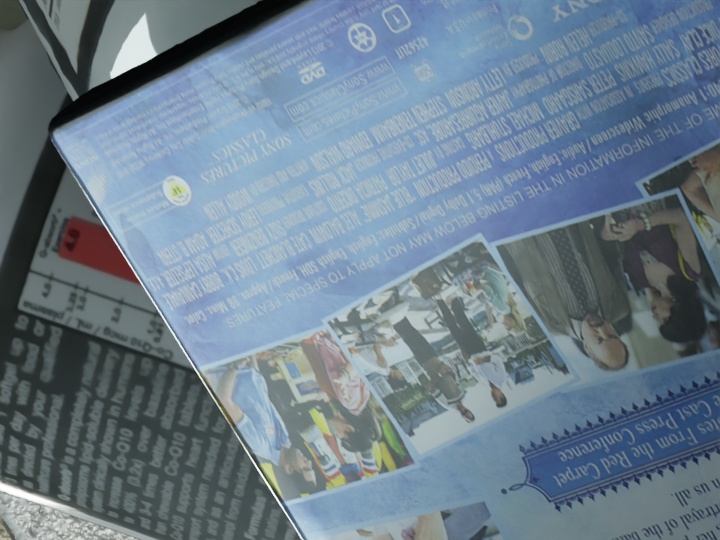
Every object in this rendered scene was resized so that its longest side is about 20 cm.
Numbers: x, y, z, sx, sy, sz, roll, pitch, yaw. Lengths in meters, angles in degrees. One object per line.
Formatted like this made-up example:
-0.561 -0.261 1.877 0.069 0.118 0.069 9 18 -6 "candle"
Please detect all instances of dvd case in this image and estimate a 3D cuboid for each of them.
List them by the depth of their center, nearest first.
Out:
0.051 0.033 0.493 0.200 0.143 0.018 59 -142 -10 "dvd case"

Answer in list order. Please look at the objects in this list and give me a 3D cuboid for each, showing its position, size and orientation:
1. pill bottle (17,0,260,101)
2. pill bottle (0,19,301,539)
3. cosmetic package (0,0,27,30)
-0.016 -0.077 0.601 0.200 0.116 0.116 58 180 33 "pill bottle"
-0.036 0.005 0.680 0.200 0.116 0.116 19 177 3 "pill bottle"
-0.083 -0.119 0.788 0.105 0.071 0.200 -142 62 -87 "cosmetic package"
